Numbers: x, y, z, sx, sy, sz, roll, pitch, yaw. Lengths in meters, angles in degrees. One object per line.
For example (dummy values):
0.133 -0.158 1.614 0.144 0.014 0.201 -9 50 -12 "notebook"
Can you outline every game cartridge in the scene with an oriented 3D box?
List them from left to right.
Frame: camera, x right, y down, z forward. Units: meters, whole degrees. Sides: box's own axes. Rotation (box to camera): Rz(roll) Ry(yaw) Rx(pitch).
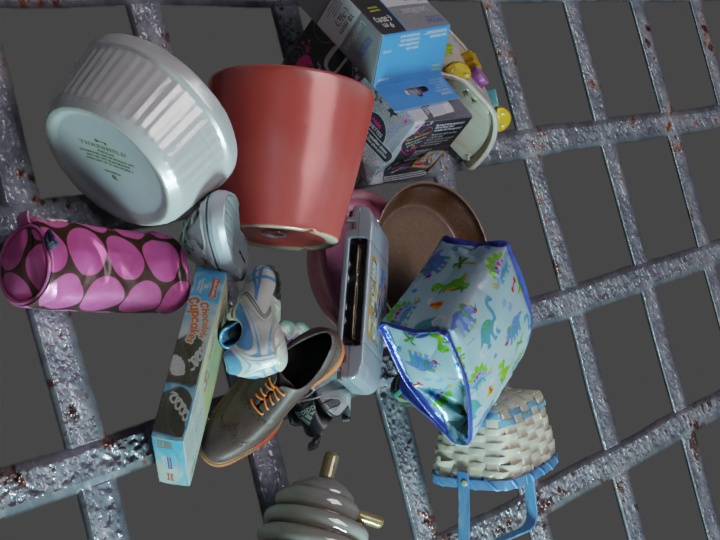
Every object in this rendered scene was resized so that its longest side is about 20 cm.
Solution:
0.004 0.038 1.712 0.133 0.041 0.201 43 49 -70 "game cartridge"

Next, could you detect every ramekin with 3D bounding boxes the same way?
-0.232 -0.134 1.504 0.203 0.202 0.094 53 56 -24 "ramekin"

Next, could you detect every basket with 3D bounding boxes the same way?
0.177 0.258 1.903 0.176 0.138 0.201 -12 97 -55 "basket"

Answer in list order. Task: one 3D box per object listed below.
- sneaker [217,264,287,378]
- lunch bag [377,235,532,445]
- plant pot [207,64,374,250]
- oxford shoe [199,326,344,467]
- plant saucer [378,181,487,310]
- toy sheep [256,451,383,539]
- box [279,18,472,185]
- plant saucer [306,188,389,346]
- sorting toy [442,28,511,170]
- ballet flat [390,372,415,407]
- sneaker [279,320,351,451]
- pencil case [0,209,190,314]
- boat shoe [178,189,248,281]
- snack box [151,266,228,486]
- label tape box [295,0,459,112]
-0.117 0.050 1.578 0.200 0.072 0.072 -101 -172 -65 "sneaker"
0.128 0.085 1.778 0.170 0.127 0.201 -52 132 -32 "lunch bag"
-0.088 -0.123 1.688 0.200 0.200 0.179 15 76 -47 "plant pot"
-0.101 0.131 1.593 0.071 0.073 0.200 43 83 8 "oxford shoe"
0.083 -0.010 1.860 0.200 0.037 0.202 8 77 -38 "plant saucer"
-0.050 0.298 1.619 0.138 0.137 0.201 33 58 -40 "toy sheep"
0.017 -0.221 1.831 0.132 0.115 0.200 -13 58 -52 "box"
0.000 0.000 1.847 0.200 0.051 0.202 22 60 -45 "plant saucer"
0.129 -0.280 2.088 0.200 0.107 0.181 42 29 -34 "sorting toy"
0.106 0.138 1.917 0.199 0.074 0.075 -4 81 -52 "ballet flat"
-0.071 0.137 1.691 0.199 0.077 0.141 12 68 -48 "sneaker"
-0.266 -0.005 1.498 0.199 0.090 0.094 8 65 -52 "pencil case"
-0.162 -0.030 1.571 0.200 0.066 0.074 87 6 -69 "boat shoe"
-0.176 0.111 1.551 0.116 0.037 0.201 95 5 -59 "snack box"
0.034 -0.289 1.767 0.200 0.063 0.144 49 36 17 "label tape box"
